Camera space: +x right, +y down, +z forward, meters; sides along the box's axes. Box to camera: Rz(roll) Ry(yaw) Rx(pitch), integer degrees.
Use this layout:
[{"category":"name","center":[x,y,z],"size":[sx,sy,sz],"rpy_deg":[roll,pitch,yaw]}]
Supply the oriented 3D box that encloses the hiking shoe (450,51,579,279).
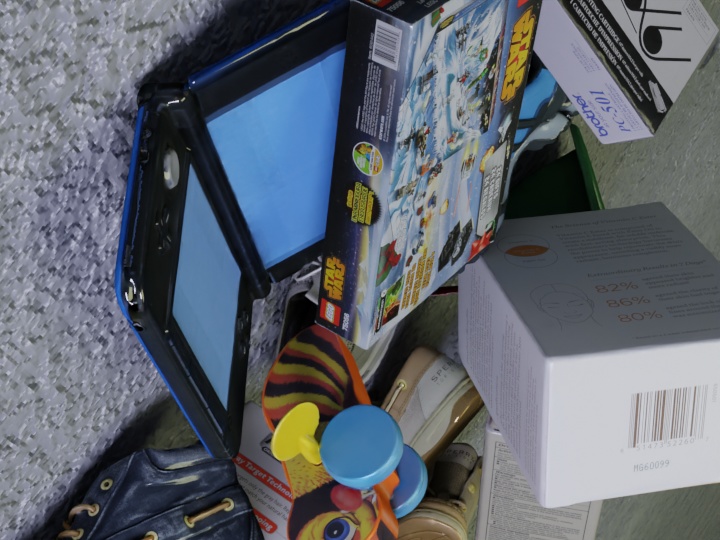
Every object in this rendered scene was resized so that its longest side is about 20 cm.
[{"category":"hiking shoe","center":[0.068,-0.083,1.035],"size":[0.200,0.074,0.087],"rpy_deg":[-56,140,-21]}]

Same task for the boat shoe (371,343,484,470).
[{"category":"boat shoe","center":[0.023,0.124,1.164],"size":[0.074,0.066,0.200],"rpy_deg":[-31,163,-48]}]

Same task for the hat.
[{"category":"hat","center":[0.104,-0.012,1.206],"size":[0.175,0.166,0.200],"rpy_deg":[-17,149,10]}]

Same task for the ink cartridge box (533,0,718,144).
[{"category":"ink cartridge box","center":[0.120,-0.176,0.893],"size":[0.200,0.044,0.094],"rpy_deg":[49,60,-25]}]

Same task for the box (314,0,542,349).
[{"category":"box","center":[0.037,-0.073,0.834],"size":[0.137,0.040,0.200],"rpy_deg":[-38,146,-43]}]

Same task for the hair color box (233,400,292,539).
[{"category":"hair color box","center":[-0.094,0.181,0.958],"size":[0.200,0.101,0.061],"rpy_deg":[-43,152,-32]}]

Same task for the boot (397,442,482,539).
[{"category":"boot","center":[0.059,0.194,1.255],"size":[0.200,0.073,0.156],"rpy_deg":[104,11,-53]}]

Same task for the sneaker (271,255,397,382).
[{"category":"sneaker","center":[0.000,0.000,0.967],"size":[0.082,0.075,0.201],"rpy_deg":[-22,137,-55]}]

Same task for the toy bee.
[{"category":"toy bee","center":[-0.016,0.125,0.885],"size":[0.109,0.200,0.131],"rpy_deg":[-33,123,-2]}]

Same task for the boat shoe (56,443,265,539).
[{"category":"boat shoe","center":[-0.151,0.160,0.874],"size":[0.200,0.091,0.071],"rpy_deg":[-14,164,-25]}]

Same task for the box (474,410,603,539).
[{"category":"box","center":[0.138,0.152,1.180],"size":[0.200,0.095,0.078],"rpy_deg":[92,12,-51]}]

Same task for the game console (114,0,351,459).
[{"category":"game console","center":[-0.037,-0.016,0.811],"size":[0.200,0.118,0.171],"rpy_deg":[71,19,-59]}]

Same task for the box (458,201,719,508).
[{"category":"box","center":[0.160,0.048,1.024],"size":[0.152,0.200,0.107],"rpy_deg":[-6,116,-10]}]
